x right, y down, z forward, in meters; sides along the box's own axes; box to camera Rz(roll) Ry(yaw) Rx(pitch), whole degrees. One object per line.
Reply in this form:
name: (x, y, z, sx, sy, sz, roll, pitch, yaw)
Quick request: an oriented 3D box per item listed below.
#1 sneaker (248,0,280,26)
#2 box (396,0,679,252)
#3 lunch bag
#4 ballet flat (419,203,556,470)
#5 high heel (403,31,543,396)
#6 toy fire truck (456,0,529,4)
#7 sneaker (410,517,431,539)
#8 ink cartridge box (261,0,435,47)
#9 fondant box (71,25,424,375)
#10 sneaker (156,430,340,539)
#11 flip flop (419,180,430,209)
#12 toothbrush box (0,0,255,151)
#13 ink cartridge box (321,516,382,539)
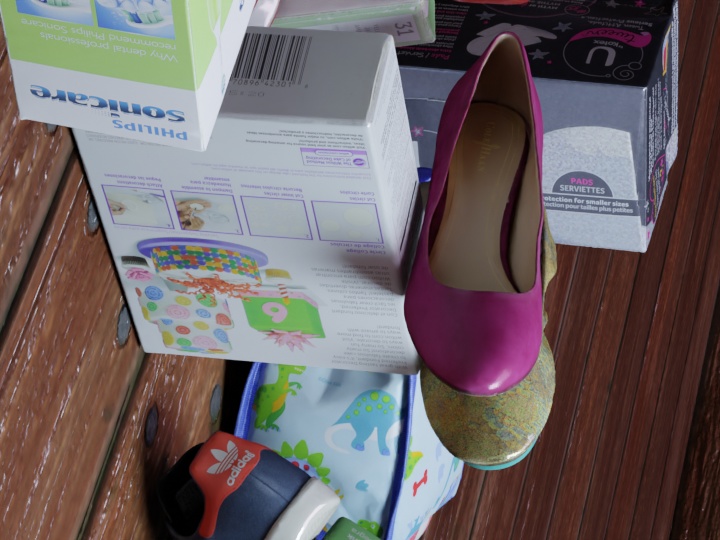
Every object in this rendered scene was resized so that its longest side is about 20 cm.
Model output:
sneaker: (-0.059, -0.213, 1.413, 0.116, 0.078, 0.201, 54, 42, -73)
box: (0.094, -0.100, 1.842, 0.115, 0.199, 0.133, -65, 157, -49)
lunch bag: (0.002, 0.047, 1.682, 0.170, 0.127, 0.201, -38, 141, -72)
ballet flat: (0.064, 0.018, 1.466, 0.200, 0.070, 0.071, -78, 168, -55)
high heel: (0.057, -0.028, 1.375, 0.200, 0.067, 0.096, -93, -170, -55)
toy fire truck: (0.034, -0.176, 1.624, 0.200, 0.167, 0.113, -39, 134, -71)
sneaker: (0.015, 0.118, 1.882, 0.087, 0.073, 0.201, -64, 156, -52)
ink cartridge box: (0.031, -0.187, 1.485, 0.048, 0.199, 0.146, 70, 16, -61)
fondant box: (-0.047, -0.033, 1.392, 0.200, 0.144, 0.058, 79, 20, -52)
sneaker: (-0.072, 0.139, 1.545, 0.075, 0.084, 0.200, -51, 175, -30)
flip flop: (0.000, 0.000, 1.544, 0.058, 0.199, 0.081, -5, -86, 64)
toothbrush box: (-0.087, -0.168, 1.147, 0.200, 0.086, 0.146, 85, 17, -56)
ink cartridge box: (-0.043, 0.242, 1.509, 0.146, 0.084, 0.200, -56, 177, 31)
